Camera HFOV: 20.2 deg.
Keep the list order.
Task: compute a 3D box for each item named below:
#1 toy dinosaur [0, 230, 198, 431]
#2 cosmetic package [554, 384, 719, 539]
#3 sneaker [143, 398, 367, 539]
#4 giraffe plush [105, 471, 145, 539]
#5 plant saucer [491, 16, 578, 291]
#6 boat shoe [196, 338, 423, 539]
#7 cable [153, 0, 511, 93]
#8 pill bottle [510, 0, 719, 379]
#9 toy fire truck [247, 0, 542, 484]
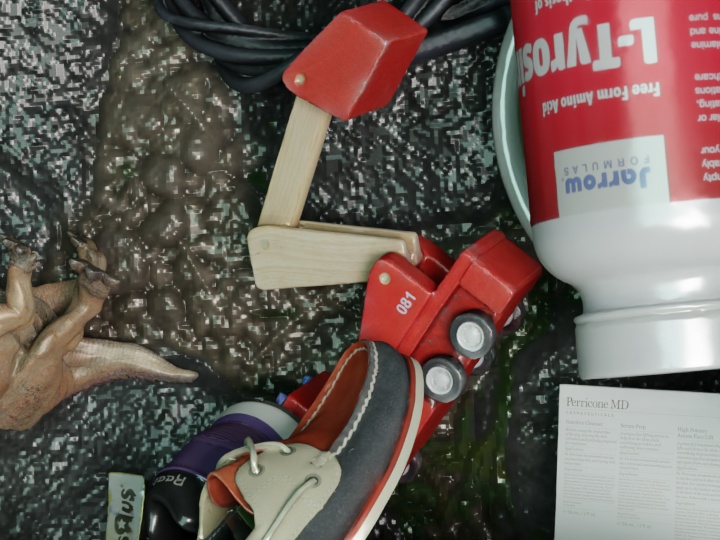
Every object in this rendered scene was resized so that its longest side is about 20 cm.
[{"bbox_3d":[-0.180,0.042,0.927,0.086,0.199,0.136,33,101,51],"label":"toy dinosaur"},{"bbox_3d":[0.178,0.092,0.842,0.199,0.050,0.083,2,90,35],"label":"cosmetic package"},{"bbox_3d":[-0.025,0.161,0.879,0.076,0.087,0.201,-34,94,42],"label":"sneaker"},{"bbox_3d":[-0.134,0.192,0.875,0.171,0.162,0.202,-14,83,21],"label":"giraffe plush"},{"bbox_3d":[0.159,-0.069,0.888,0.198,0.050,0.202,-1,86,13],"label":"plant saucer"},{"bbox_3d":[-0.038,0.104,0.810,0.062,0.071,0.201,36,64,-12],"label":"boat shoe"},{"bbox_3d":[-0.009,-0.167,0.931,0.199,0.051,0.164,-17,84,12],"label":"cable"},{"bbox_3d":[0.120,-0.059,0.813,0.111,0.112,0.202,-6,86,13],"label":"pill bottle"},{"bbox_3d":[0.000,0.000,0.893,0.141,0.049,0.201,38,114,11],"label":"toy fire truck"}]
